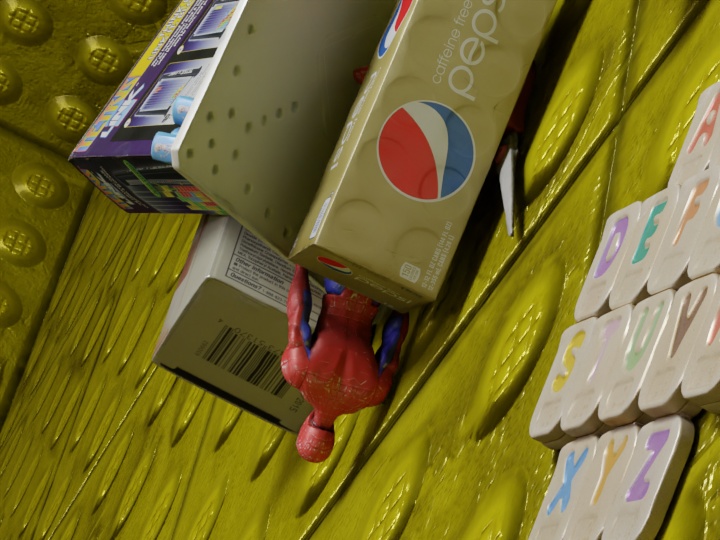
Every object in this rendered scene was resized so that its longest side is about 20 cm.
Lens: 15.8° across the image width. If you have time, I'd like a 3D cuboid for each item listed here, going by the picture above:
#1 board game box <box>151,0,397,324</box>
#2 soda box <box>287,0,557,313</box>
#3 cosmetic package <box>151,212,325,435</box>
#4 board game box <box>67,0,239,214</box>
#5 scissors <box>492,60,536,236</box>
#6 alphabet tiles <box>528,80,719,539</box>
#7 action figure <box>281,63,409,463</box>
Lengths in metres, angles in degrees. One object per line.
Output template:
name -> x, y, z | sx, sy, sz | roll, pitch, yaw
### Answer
board game box -> -0.011, -0.101, 1.350 | 0.026, 0.200, 0.201 | 13, 73, 38
soda box -> 0.037, -0.085, 1.280 | 0.201, 0.067, 0.064 | -67, 9, -11
cosmetic package -> -0.038, -0.019, 1.484 | 0.087, 0.103, 0.200 | -53, 14, 44
board game box -> -0.060, -0.124, 1.463 | 0.200, 0.057, 0.165 | -56, 23, -15
scissors -> 0.073, -0.066, 1.273 | 0.073, 0.014, 0.200 | -61, 9, 8
alphabet tiles -> 0.109, 0.010, 0.906 | 0.196, 0.015, 0.200 | -67, 10, -13
action figure -> 0.000, 0.000, 1.315 | 0.052, 0.065, 0.201 | 158, 128, -70
